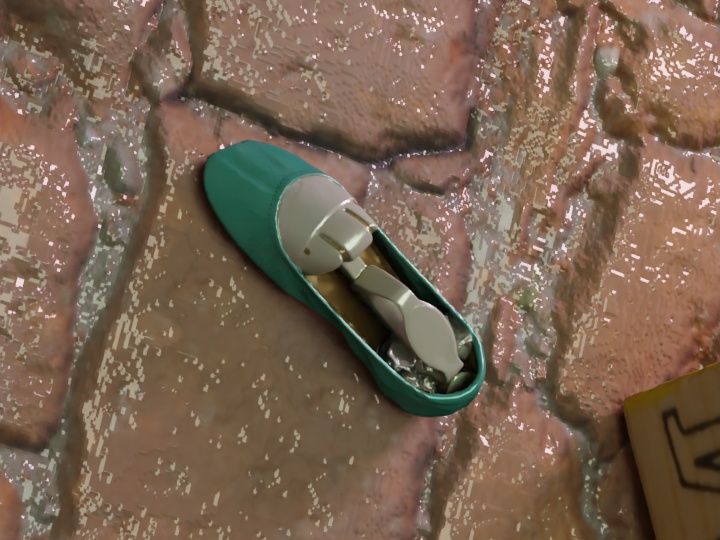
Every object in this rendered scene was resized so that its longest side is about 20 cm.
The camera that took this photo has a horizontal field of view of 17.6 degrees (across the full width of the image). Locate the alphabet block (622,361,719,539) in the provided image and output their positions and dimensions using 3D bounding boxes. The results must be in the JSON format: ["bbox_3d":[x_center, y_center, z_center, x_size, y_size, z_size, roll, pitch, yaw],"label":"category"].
[{"bbox_3d":[0.292,0.136,1.318,0.194,0.196,0.201,-9,80,-31],"label":"alphabet block"}]

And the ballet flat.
[{"bbox_3d":[0.000,0.000,1.256,0.200,0.070,0.067,47,65,-16],"label":"ballet flat"}]
